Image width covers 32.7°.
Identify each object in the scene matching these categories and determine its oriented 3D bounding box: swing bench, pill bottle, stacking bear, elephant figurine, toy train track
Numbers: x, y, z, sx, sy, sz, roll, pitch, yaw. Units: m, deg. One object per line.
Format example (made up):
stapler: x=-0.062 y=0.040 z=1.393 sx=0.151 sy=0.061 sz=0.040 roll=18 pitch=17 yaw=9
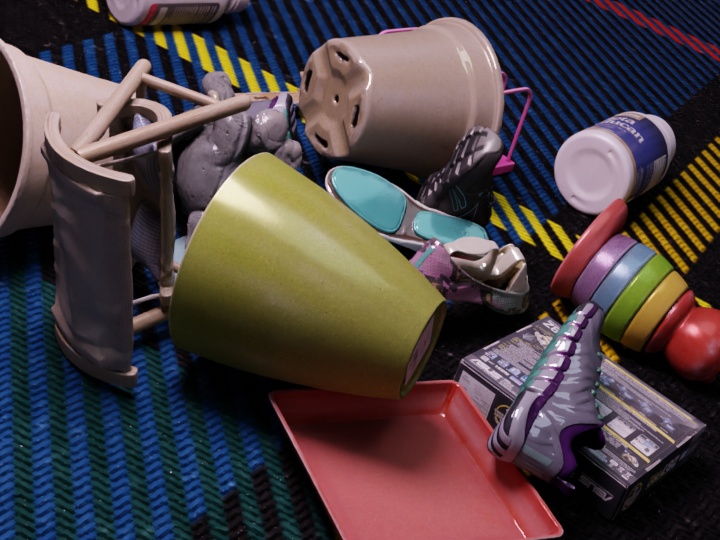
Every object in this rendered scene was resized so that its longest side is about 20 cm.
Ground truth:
swing bench: x=-0.198 y=-0.045 z=1.070 sx=0.128 sy=0.201 sz=0.200 roll=20 pitch=35 yaw=19
pill bottle: x=0.351 y=-0.152 z=1.656 sx=0.110 sy=0.112 sz=0.199 roll=32 pitch=32 yaw=23
stacking bear: x=0.316 y=0.039 z=1.335 sx=0.199 sy=0.122 sz=0.113 roll=39 pitch=49 yaw=17
elephant figurine: x=-0.161 y=-0.122 z=1.291 sx=0.154 sy=0.144 sz=0.199 roll=-10 pitch=23 yaw=-38
pill bottle: x=-0.253 y=-0.405 z=1.736 sx=0.198 sy=0.112 sz=0.111 roll=-12 pitch=41 yaw=-41
toy train track: x=-0.092 y=-0.213 z=1.597 sx=0.197 sy=0.033 sz=0.115 roll=-4 pitch=44 yaw=-24

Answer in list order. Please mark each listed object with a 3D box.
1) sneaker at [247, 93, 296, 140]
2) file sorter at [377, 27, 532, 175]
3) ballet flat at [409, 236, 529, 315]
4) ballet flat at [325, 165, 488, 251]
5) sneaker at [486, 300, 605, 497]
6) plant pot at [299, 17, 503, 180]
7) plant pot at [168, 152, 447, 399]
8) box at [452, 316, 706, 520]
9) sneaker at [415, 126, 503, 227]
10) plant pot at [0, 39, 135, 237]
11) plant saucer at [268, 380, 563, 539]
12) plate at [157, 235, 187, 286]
sneaker: x=-0.128 y=-0.145 z=1.432 sx=0.086 sy=0.076 sz=0.201 roll=-4 pitch=25 yaw=7
file sorter: x=0.108 y=-0.226 z=1.629 sx=0.138 sy=0.127 sz=0.200 roll=-15 pitch=43 yaw=-43
ballet flat: x=0.128 y=0.002 z=1.275 sx=0.198 sy=0.071 sz=0.069 roll=11 pitch=35 yaw=-46
ballet flat: x=0.046 y=-0.050 z=1.369 sx=0.197 sy=0.070 sz=0.070 roll=23 pitch=29 yaw=-4
sneaker: x=0.189 y=0.114 z=1.097 sx=0.087 sy=0.075 sz=0.200 roll=35 pitch=52 yaw=7
plant pot: x=0.036 y=-0.200 z=1.447 sx=0.181 sy=0.203 sz=0.201 roll=-4 pitch=36 yaw=-39
plant pot: x=-0.033 y=0.026 z=1.061 sx=0.198 sy=0.189 sz=0.187 roll=26 pitch=31 yaw=13
box: x=0.207 y=0.133 z=1.175 sx=0.199 sy=0.050 sz=0.160 roll=36 pitch=37 yaw=27
sneaker: x=0.124 y=-0.096 z=1.380 sx=0.079 sy=0.200 sz=0.076 roll=29 pitch=64 yaw=-7
plant pot: x=-0.305 y=-0.120 z=1.191 sx=0.200 sy=0.202 sz=0.182 roll=40 pitch=24 yaw=33
plant saucer: x=0.039 y=0.172 z=1.030 sx=0.197 sy=0.037 sz=0.200 roll=1 pitch=34 yaw=-29
plate: x=-0.106 y=0.007 z=1.231 sx=0.197 sy=0.026 sz=0.201 roll=13 pitch=30 yaw=-8
